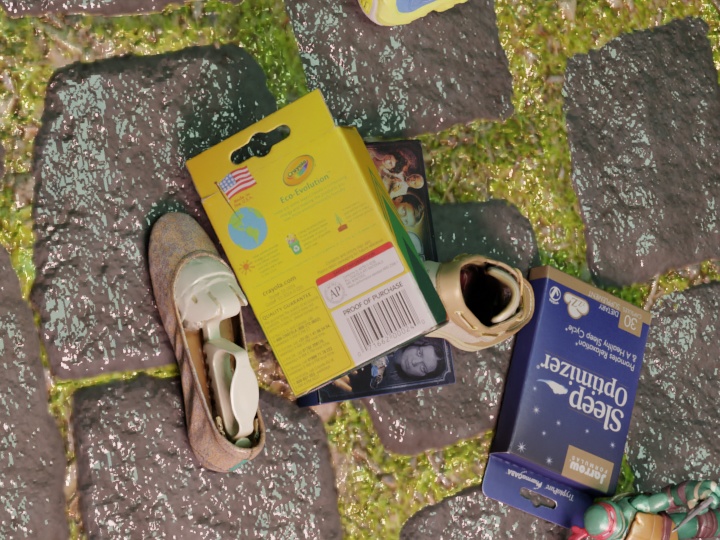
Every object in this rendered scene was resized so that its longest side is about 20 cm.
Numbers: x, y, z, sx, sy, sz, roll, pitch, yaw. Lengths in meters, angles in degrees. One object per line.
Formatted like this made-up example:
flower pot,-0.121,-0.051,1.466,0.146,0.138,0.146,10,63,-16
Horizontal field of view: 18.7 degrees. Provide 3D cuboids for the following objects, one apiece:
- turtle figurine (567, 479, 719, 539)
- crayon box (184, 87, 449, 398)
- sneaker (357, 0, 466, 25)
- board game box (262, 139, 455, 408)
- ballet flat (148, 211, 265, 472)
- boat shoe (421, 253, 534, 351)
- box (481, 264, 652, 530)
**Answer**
turtle figurine,0.248,0.227,1.831,0.199,0.101,0.150,18,110,-43
crayon box,-0.033,-0.022,1.656,0.201,0.126,0.051,65,15,4
sneaker,0.093,-0.260,1.797,0.200,0.105,0.076,-36,103,-31
board game box,0.000,0.000,1.741,0.135,0.035,0.201,-7,87,-34
ballet flat,-0.107,0.050,1.644,0.068,0.067,0.201,-15,91,-33
boat shoe,0.097,0.025,1.746,0.200,0.066,0.075,1,81,-60
box,0.176,0.110,1.845,0.121,0.032,0.201,23,72,-29
